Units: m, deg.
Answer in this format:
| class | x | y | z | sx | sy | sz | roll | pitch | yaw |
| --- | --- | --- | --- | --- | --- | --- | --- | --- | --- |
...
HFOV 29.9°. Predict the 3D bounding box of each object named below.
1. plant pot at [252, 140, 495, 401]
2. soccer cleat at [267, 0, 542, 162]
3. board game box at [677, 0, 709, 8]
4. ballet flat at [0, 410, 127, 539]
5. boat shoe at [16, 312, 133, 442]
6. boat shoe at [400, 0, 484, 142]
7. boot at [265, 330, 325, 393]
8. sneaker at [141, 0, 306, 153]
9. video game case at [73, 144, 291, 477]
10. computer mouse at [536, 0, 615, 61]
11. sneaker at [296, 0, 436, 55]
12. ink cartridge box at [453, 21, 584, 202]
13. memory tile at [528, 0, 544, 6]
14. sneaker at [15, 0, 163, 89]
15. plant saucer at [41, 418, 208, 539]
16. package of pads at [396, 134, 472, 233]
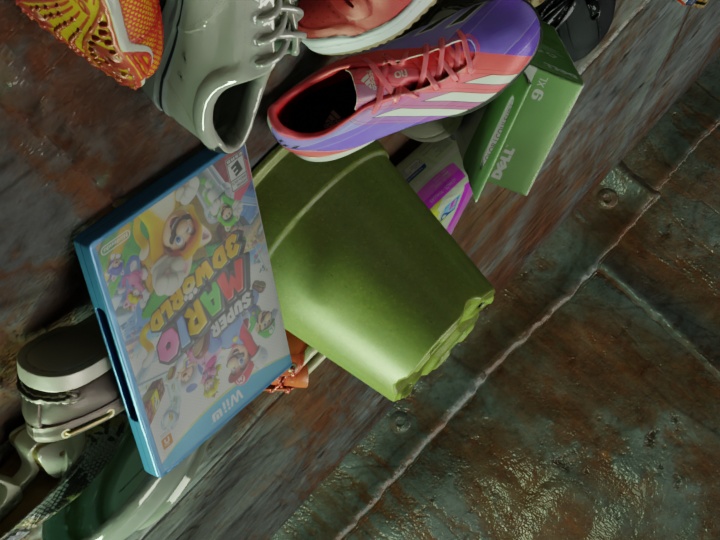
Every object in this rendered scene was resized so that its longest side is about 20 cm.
| class | x | y | z | sx | sy | sz | roll | pitch | yaw |
| --- | --- | --- | --- | --- | --- | --- | --- | --- | --- |
| plant pot | 0.000 | 0.000 | 1.087 | 0.200 | 0.190 | 0.200 | -45 | 169 | -12 |
| soccer cleat | 0.030 | -0.131 | 0.922 | 0.200 | 0.068 | 0.073 | -22 | 173 | 14 |
| board game box | 0.494 | -0.436 | 1.864 | 0.152 | 0.046 | 0.200 | -52 | 169 | 20 |
| ballet flat | -0.251 | 0.154 | 0.989 | 0.200 | 0.072 | 0.072 | -45 | 169 | -24 |
| boat shoe | -0.158 | 0.059 | 0.951 | 0.200 | 0.072 | 0.060 | -28 | 131 | -50 |
| boat shoe | 0.069 | -0.165 | 1.081 | 0.060 | 0.072 | 0.202 | -58 | -178 | -22 |
| boot | -0.103 | 0.081 | 1.202 | 0.200 | 0.107 | 0.075 | -41 | 169 | -26 |
| sneaker | -0.056 | -0.138 | 0.683 | 0.073 | 0.071 | 0.200 | -41 | 167 | -34 |
| video game case | -0.113 | 0.026 | 0.918 | 0.143 | 0.018 | 0.200 | -40 | 136 | -36 |
| computer mouse | 0.231 | -0.265 | 1.419 | 0.139 | 0.053 | 0.200 | -48 | 169 | -3 |
| sneaker | 0.017 | -0.199 | 0.764 | 0.200 | 0.071 | 0.112 | -26 | 148 | 30 |
| ink cartridge box | 0.125 | -0.131 | 1.084 | 0.200 | 0.059 | 0.104 | -96 | -152 | -62 |
| memory tile | 0.123 | -0.232 | 1.210 | 0.200 | 0.017 | 0.153 | -45 | 169 | -12 |
| sneaker | -0.099 | -0.134 | 0.536 | 0.077 | 0.073 | 0.200 | -55 | 175 | -18 |
| plant saucer | -0.170 | 0.145 | 1.051 | 0.200 | 0.050 | 0.200 | -41 | -156 | 23 |
| package of pads | 0.038 | -0.038 | 1.391 | 0.155 | 0.068 | 0.200 | -43 | 168 | -26 |
